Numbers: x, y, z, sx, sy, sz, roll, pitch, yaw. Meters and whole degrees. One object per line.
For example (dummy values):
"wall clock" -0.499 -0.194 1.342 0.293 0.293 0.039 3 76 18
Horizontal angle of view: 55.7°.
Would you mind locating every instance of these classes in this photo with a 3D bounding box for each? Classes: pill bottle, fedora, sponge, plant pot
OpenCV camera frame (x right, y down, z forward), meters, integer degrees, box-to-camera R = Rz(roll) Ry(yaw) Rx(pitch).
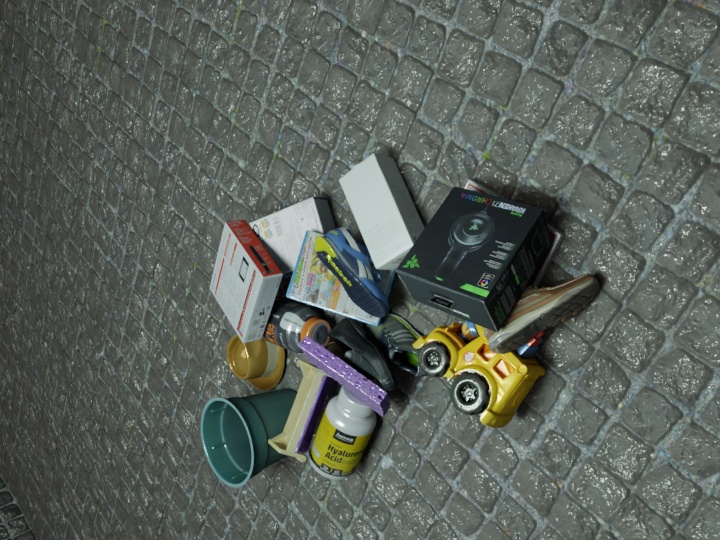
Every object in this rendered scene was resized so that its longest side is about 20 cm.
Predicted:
"pill bottle" -0.031 0.334 1.439 0.111 0.111 0.201 38 121 31
"fedora" -0.267 0.199 1.649 0.200 0.082 0.202 8 103 41
"sponge" -0.030 0.207 1.337 0.200 0.030 0.112 33 164 18
"pill bottle" -0.156 0.121 1.513 0.200 0.106 0.107 14 107 43
"plant pot" -0.231 0.367 1.568 0.200 0.196 0.201 9 103 42

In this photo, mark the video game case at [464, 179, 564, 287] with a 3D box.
"video game case" 0.239 -0.051 1.185 0.200 0.017 0.143 38 121 32

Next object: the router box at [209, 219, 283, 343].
"router box" -0.252 0.023 1.469 0.180 0.049 0.200 52 136 31

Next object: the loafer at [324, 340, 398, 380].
"loafer" -0.015 0.185 1.424 0.199 0.071 0.073 3 99 42

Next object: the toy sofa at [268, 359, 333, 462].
"toy sofa" -0.112 0.301 1.459 0.083 0.097 0.201 7 74 64

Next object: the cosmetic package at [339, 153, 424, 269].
"cosmetic package" 0.047 -0.112 1.303 0.101 0.074 0.201 -31 72 33

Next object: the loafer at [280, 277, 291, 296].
"loafer" -0.111 0.037 1.487 0.199 0.068 0.076 5 101 42

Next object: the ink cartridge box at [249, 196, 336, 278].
"ink cartridge box" -0.151 -0.061 1.461 0.199 0.076 0.137 -19 83 21

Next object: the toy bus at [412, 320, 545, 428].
"toy bus" 0.218 0.139 1.171 0.200 0.136 0.192 45 108 30

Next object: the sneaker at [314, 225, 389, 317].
"sneaker" 0.000 0.000 1.306 0.200 0.082 0.074 54 146 -6

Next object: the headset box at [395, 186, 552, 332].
"headset box" 0.180 -0.017 1.096 0.174 0.093 0.200 22 67 39

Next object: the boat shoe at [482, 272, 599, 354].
"boat shoe" 0.282 0.055 1.085 0.199 0.076 0.072 -29 53 4

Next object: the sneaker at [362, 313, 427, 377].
"sneaker" 0.075 0.144 1.327 0.200 0.081 0.074 27 114 37

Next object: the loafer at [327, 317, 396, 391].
"loafer" 0.003 0.170 1.332 0.201 0.070 0.068 48 167 44

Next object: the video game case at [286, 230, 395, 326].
"video game case" -0.036 0.014 1.363 0.199 0.018 0.144 17 89 13
